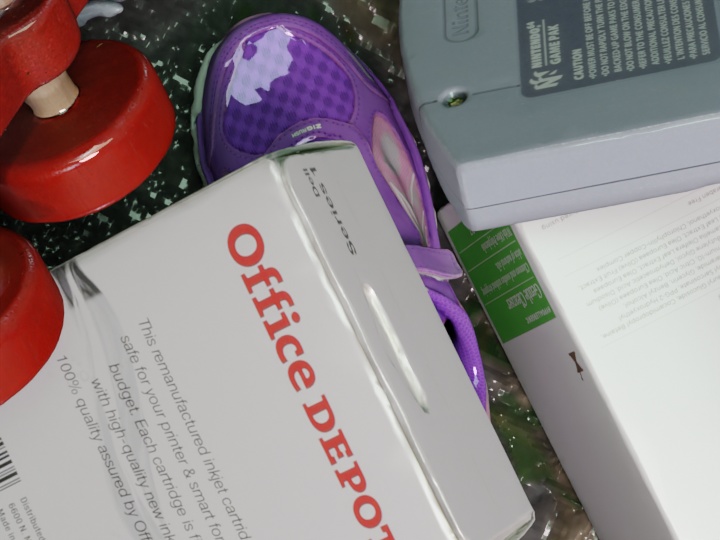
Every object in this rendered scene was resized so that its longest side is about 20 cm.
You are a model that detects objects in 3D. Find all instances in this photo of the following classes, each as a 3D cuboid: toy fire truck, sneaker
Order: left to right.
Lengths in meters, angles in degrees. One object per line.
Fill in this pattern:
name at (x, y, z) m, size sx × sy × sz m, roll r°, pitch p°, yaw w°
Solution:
toy fire truck at (-0.167, -0.044, 0.830) m, size 0.168 × 0.112 × 0.200 m, roll 3°, pitch 48°, yaw 31°
sneaker at (0.000, 0.000, 0.940) m, size 0.080 × 0.088 × 0.200 m, roll -18°, pitch 85°, yaw -9°

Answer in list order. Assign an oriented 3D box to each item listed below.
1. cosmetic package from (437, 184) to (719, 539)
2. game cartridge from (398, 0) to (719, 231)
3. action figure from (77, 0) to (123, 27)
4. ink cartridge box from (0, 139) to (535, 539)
cosmetic package at (0.114, 0.044, 0.943) m, size 0.085 × 0.108 × 0.200 m, roll -25°, pitch 86°, yaw -11°
game cartridge at (0.080, -0.087, 0.917) m, size 0.133 × 0.200 × 0.042 m, roll -14°, pitch 125°, yaw 12°
action figure at (-0.113, -0.195, 0.915) m, size 0.149 × 0.134 × 0.200 m, roll -16°, pitch 126°, yaw 9°
ink cartridge box at (-0.064, 0.064, 0.879) m, size 0.200 × 0.084 × 0.146 m, roll -26°, pitch 87°, yaw 21°
